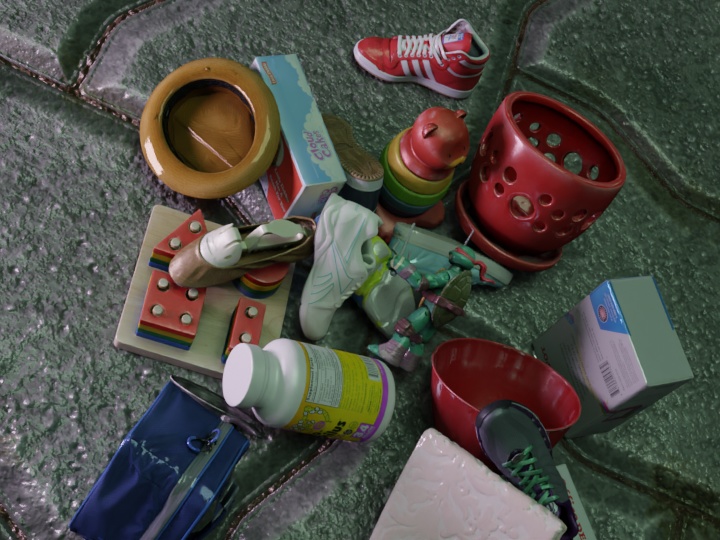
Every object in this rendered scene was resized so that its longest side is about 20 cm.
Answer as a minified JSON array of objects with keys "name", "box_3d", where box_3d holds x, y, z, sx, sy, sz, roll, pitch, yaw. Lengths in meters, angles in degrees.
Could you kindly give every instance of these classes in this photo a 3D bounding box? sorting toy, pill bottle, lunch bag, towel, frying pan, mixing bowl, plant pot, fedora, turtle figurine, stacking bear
[{"name":"sorting toy","box_3d":[-0.183,0.021,1.421,0.197,0.070,0.202,18,59,-12]},{"name":"pill bottle","box_3d":[-0.062,0.141,1.359,0.197,0.104,0.106,15,58,-32]},{"name":"lunch bag","box_3d":[-0.204,0.230,1.224,0.131,0.201,0.136,36,34,-3]},{"name":"towel","box_3d":[0.112,0.314,1.302,0.199,0.193,0.032,32,10,29]},{"name":"frying pan","box_3d":[-0.150,0.171,1.315,0.189,0.115,0.031,28,88,38]},{"name":"mixing bowl","box_3d":[0.166,0.183,1.432,0.197,0.110,0.201,16,24,-7]},{"name":"plant pot","box_3d":[0.239,-0.118,1.577,0.197,0.184,0.202,20,38,-17]},{"name":"fedora","box_3d":[-0.191,-0.177,1.495,0.196,0.082,0.205,-3,72,9]},{"name":"turtle figurine","box_3d":[0.089,0.029,1.440,0.149,0.100,0.202,31,90,-48]},{"name":"stacking bear","box_3d":[0.084,-0.143,1.535,0.120,0.200,0.115,-20,72,-29]}]

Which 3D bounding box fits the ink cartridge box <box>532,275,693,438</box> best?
[{"name":"ink cartridge box","box_3d":[0.325,0.117,1.499,0.083,0.200,0.147,-5,66,-28]}]

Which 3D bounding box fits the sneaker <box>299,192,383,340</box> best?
[{"name":"sneaker","box_3d":[-0.026,0.007,1.417,0.079,0.203,0.071,17,30,4]}]

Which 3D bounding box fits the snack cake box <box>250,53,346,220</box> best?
[{"name":"snack cake box","box_3d":[-0.098,-0.173,1.527,0.066,0.115,0.203,-10,68,-30]}]

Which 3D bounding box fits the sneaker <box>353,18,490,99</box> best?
[{"name":"sneaker","box_3d":[0.096,-0.327,1.688,0.196,0.113,0.072,12,59,-15]}]

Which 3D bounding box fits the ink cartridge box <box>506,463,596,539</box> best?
[{"name":"ink cartridge box","box_3d":[0.185,0.337,1.395,0.197,0.083,0.148,-12,69,-26]}]

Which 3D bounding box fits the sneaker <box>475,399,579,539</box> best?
[{"name":"sneaker","box_3d":[0.201,0.232,1.298,0.201,0.074,0.088,54,5,-32]}]

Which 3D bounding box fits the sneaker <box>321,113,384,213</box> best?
[{"name":"sneaker","box_3d":[-0.032,-0.130,1.570,0.069,0.110,0.201,-11,38,-23]}]

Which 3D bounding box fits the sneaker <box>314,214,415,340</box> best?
[{"name":"sneaker","box_3d":[0.000,0.000,1.509,0.075,0.104,0.203,-34,110,-27]}]

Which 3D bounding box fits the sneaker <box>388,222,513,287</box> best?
[{"name":"sneaker","box_3d":[0.116,0.000,1.566,0.197,0.074,0.083,20,100,-24]}]

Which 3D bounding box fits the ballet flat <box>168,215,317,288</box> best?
[{"name":"ballet flat","box_3d":[-0.135,-0.031,1.382,0.197,0.073,0.069,-11,67,-26]}]
